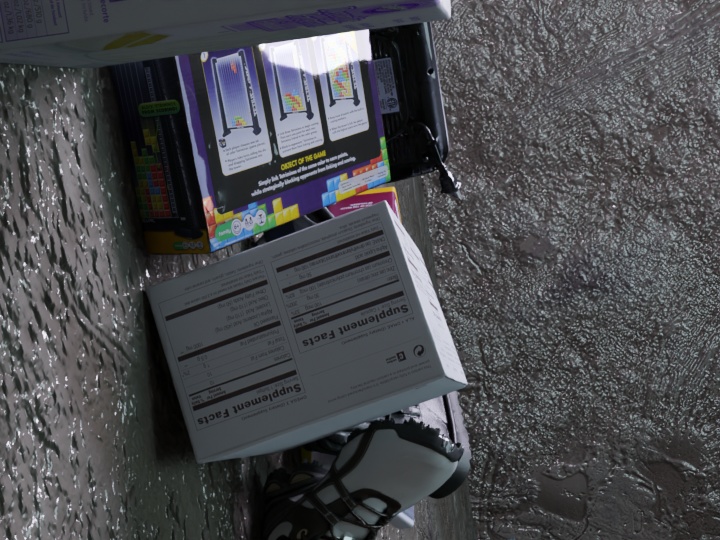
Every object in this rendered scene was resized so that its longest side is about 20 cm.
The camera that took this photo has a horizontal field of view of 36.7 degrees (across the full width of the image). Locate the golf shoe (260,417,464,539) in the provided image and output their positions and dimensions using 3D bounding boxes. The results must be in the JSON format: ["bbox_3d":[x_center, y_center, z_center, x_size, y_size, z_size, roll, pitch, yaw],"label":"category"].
[{"bbox_3d":[-0.002,0.174,0.783,0.078,0.200,0.095,33,46,-21],"label":"golf shoe"}]

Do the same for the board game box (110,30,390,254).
[{"bbox_3d":[-0.066,-0.114,0.693,0.200,0.057,0.166,-26,110,-52],"label":"board game box"}]

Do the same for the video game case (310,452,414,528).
[{"bbox_3d":[0.010,0.131,1.041,0.200,0.023,0.182,49,37,-53],"label":"video game case"}]

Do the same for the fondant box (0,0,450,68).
[{"bbox_3d":[-0.063,-0.134,0.496,0.144,0.199,0.058,-51,133,-78],"label":"fondant box"}]

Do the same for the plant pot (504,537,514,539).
[{"bbox_3d":[0.371,0.847,3.004,0.200,0.134,0.201,-7,90,-81],"label":"plant pot"}]

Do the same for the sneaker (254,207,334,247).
[{"bbox_3d":[0.000,0.000,0.881,0.070,0.200,0.082,-4,127,-61],"label":"sneaker"}]

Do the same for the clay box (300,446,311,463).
[{"bbox_3d":[-0.027,0.139,1.063,0.115,0.047,0.201,41,44,-75],"label":"clay box"}]

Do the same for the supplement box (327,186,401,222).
[{"bbox_3d":[0.007,0.004,1.290,0.200,0.085,0.111,-87,168,-52],"label":"supplement box"}]

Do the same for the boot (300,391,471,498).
[{"bbox_3d":[0.005,0.087,0.922,0.158,0.079,0.211,28,24,-31],"label":"boot"}]

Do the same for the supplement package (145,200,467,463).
[{"bbox_3d":[-0.025,0.048,0.716,0.200,0.155,0.111,42,28,-78],"label":"supplement package"}]

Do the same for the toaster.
[{"bbox_3d":[-0.024,-0.154,0.862,0.119,0.180,0.200,-85,165,-61],"label":"toaster"}]
